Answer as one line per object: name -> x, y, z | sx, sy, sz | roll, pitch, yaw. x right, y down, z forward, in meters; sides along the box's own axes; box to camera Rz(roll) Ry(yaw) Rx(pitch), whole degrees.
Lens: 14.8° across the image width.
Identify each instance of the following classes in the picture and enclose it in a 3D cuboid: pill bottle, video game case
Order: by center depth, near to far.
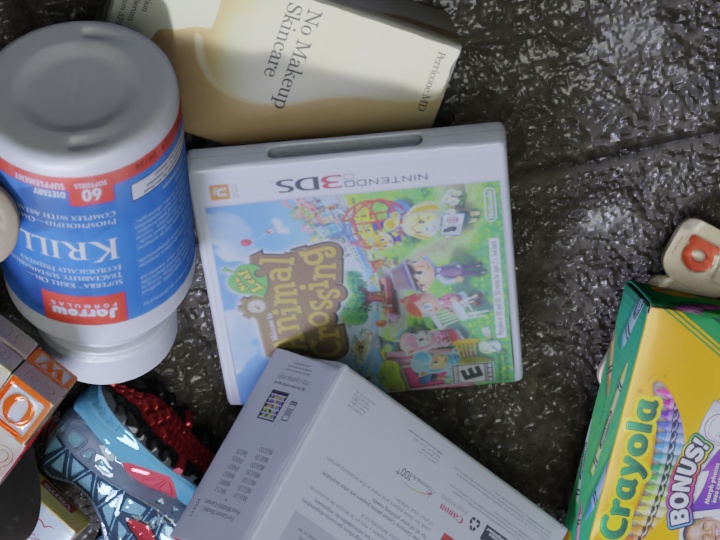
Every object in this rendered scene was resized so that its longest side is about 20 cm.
pill bottle -> -0.148, -0.031, 1.542 | 0.111, 0.113, 0.201 | -7, 138, -3
video game case -> 0.000, 0.000, 1.619 | 0.180, 0.022, 0.201 | -5, 136, 3

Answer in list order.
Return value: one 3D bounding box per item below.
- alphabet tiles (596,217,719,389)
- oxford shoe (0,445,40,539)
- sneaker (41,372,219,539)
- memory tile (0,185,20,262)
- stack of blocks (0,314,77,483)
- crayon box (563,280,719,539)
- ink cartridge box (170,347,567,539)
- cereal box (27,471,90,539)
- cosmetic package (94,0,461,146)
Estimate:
alphabet tiles -> 0.250, 0.059, 1.711 | 0.195, 0.015, 0.201 | 26, 100, -15
oxford shoe -> -0.254, 0.075, 1.617 | 0.071, 0.071, 0.201 | -24, 99, 45
sneaker -> -0.116, 0.149, 1.698 | 0.095, 0.079, 0.200 | -32, 107, 25
memory tile -> -0.292, -0.015, 1.471 | 0.199, 0.017, 0.154 | 27, 107, -6
stack of blocks -> -0.271, 0.049, 1.536 | 0.200, 0.059, 0.115 | 37, 105, -1
crayon box -> 0.197, 0.116, 1.679 | 0.118, 0.058, 0.202 | 10, 103, -12
ink cartridge box -> -0.004, 0.174, 1.645 | 0.200, 0.084, 0.176 | 38, 75, -30
cereal box -> -0.277, 0.178, 1.677 | 0.144, 0.040, 0.200 | 42, 102, 3
cosmetic package -> -0.052, -0.123, 1.591 | 0.199, 0.071, 0.106 | 16, 109, -11
